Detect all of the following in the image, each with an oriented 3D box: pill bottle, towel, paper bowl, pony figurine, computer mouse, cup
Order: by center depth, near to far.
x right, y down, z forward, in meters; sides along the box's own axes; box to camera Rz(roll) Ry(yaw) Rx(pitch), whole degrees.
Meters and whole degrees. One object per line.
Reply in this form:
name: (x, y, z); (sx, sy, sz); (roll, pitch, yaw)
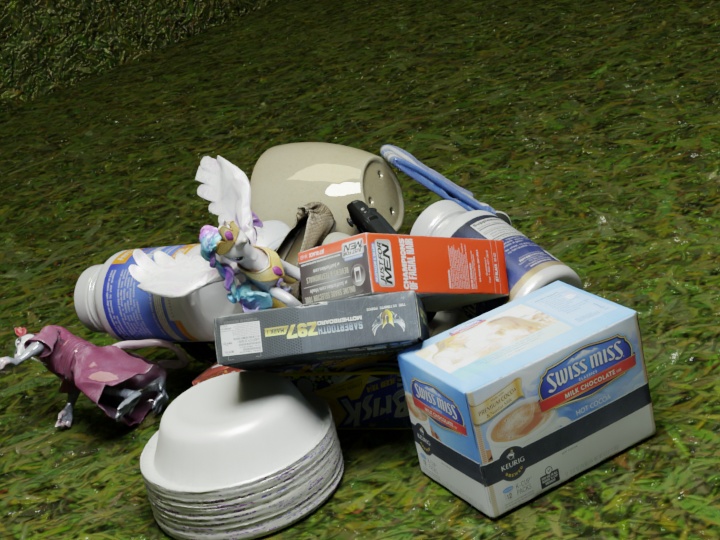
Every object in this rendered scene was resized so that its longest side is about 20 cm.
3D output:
paper bowl: (-0.121, 0.173, 1.376); (0.198, 0.106, 0.201); (-11, 21, 4)
pony figurine: (-0.127, -0.016, 1.478); (0.192, 0.199, 0.168); (21, 79, 47)
pill bottle: (0.145, 0.002, 1.555); (0.110, 0.112, 0.200); (-24, 42, -27)
pill bottle: (-0.241, 0.029, 1.627); (0.198, 0.113, 0.112); (-3, 23, 37)
computer mouse: (-0.159, 0.015, 1.687); (0.109, 0.044, 0.201); (27, 79, 37)
towel: (0.093, -0.110, 1.719); (0.024, 0.146, 0.200); (-58, 7, 6)
cup: (-0.027, -0.080, 1.786); (0.142, 0.202, 0.200); (-14, 17, 32)

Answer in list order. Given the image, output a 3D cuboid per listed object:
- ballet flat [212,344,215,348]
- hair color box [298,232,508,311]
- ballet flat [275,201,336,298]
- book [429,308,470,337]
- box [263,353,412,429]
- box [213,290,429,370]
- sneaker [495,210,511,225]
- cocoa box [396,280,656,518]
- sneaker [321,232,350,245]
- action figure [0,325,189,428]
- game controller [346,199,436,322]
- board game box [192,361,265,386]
ballet flat: (-0.171, 0.046, 1.762); (0.069, 0.071, 0.200); (-44, 14, 16)
hair color box: (0.046, 0.004, 1.433); (0.198, 0.065, 0.110); (0, -10, -43)
ballet flat: (-0.088, -0.008, 1.638); (0.067, 0.047, 0.201); (2, 47, 37)
book: (0.022, 0.074, 1.621); (0.197, 0.049, 0.134); (-5, 21, 18)
box: (0.001, 0.124, 1.467); (0.197, 0.071, 0.064); (-3, 22, 26)
box: (-0.033, 0.062, 1.372); (0.197, 0.052, 0.158); (-7, -6, 5)
sneaker: (0.135, -0.015, 1.712); (0.199, 0.071, 0.099); (-34, 12, -28)
cocoa box: (0.157, 0.115, 1.308); (0.198, 0.133, 0.133); (-22, 22, -22)
sneaker: (0.000, 0.000, 1.571); (0.069, 0.094, 0.201); (10, 33, -14)
action figure: (-0.322, 0.100, 1.595); (0.198, 0.134, 0.150); (26, 69, 25)
game controller: (0.035, -0.012, 1.627); (0.042, 0.105, 0.200); (-24, 28, -7)
board game box: (-0.099, 0.078, 1.568); (0.102, 0.020, 0.200); (-24, 8, 32)
